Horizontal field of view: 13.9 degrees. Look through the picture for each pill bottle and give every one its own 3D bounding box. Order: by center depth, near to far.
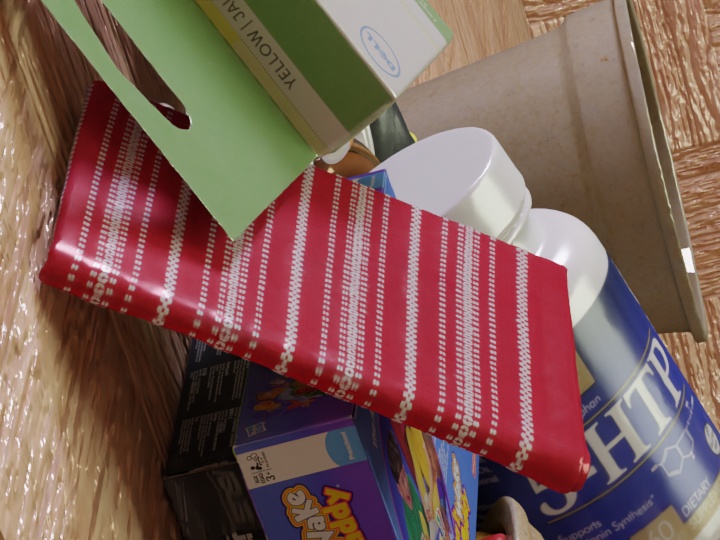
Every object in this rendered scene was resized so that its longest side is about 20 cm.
[{"bbox_3d":[0.070,0.044,1.281,0.200,0.119,0.120,56,16,-23],"label":"pill bottle"}]

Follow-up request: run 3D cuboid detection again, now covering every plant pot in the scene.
[{"bbox_3d":[0.080,-0.039,1.617,0.200,0.182,0.202,-13,90,-82],"label":"plant pot"}]

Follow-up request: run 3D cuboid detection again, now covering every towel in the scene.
[{"bbox_3d":[-0.012,0.006,1.029,0.145,0.199,0.023,-88,-158,-62],"label":"towel"}]

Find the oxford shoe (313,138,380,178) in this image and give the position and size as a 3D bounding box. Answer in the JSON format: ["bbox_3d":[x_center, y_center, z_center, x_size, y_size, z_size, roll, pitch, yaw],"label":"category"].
[{"bbox_3d":[0.000,0.000,1.348,0.071,0.071,0.200,52,-3,27],"label":"oxford shoe"}]

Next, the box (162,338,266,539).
[{"bbox_3d":[-0.025,0.091,1.177,0.200,0.049,0.162,-84,156,-62],"label":"box"}]

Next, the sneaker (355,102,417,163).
[{"bbox_3d":[0.019,-0.032,1.485,0.074,0.084,0.201,36,-36,50],"label":"sneaker"}]

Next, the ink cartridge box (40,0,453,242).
[{"bbox_3d":[-0.046,-0.105,1.066,0.146,0.048,0.200,51,21,-5],"label":"ink cartridge box"}]

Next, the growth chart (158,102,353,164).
[{"bbox_3d":[-0.029,-0.126,1.218,0.144,0.018,0.201,14,89,-52],"label":"growth chart"}]

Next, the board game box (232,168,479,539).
[{"bbox_3d":[0.003,0.067,1.104,0.200,0.045,0.135,-82,155,-63],"label":"board game box"}]

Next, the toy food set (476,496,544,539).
[{"bbox_3d":[0.034,0.190,1.209,0.198,0.048,0.201,-124,-134,-84],"label":"toy food set"}]
